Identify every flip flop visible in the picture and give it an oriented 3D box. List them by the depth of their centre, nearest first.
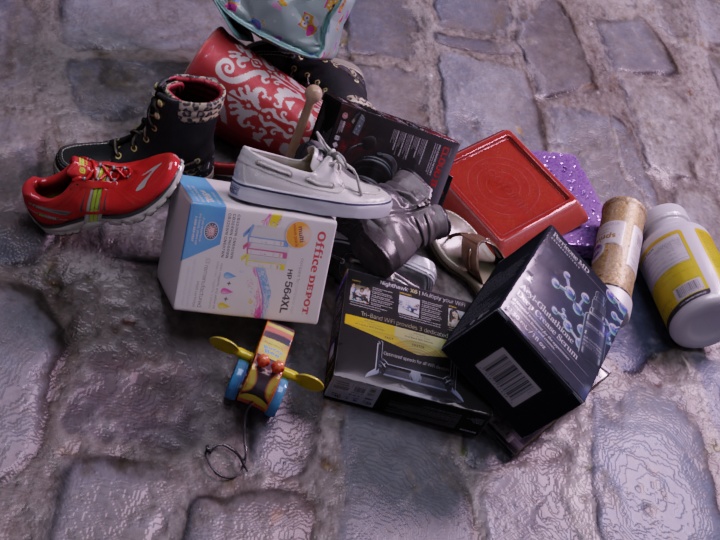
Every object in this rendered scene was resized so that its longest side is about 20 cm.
[{"bbox_3d":[0.165,-0.008,1.641,0.081,0.058,0.201,-21,65,-35],"label":"flip flop"}]

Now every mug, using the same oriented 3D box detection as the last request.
[{"bbox_3d":[-0.149,-0.201,1.656,0.199,0.179,0.133,31,5,-2],"label":"mug"}]

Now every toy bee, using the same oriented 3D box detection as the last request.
[{"bbox_3d":[-0.100,0.118,1.345,0.129,0.109,0.202,10,44,-21],"label":"toy bee"}]

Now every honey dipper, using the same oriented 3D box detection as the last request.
[{"bbox_3d":[-0.087,-0.153,1.554,0.038,0.201,0.038,13,43,-13],"label":"honey dipper"}]

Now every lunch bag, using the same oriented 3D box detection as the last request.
[{"bbox_3d":[-0.119,-0.365,1.668,0.198,0.123,0.170,21,10,0],"label":"lunch bag"}]

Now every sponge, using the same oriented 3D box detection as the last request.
[{"bbox_3d":[0.310,-0.101,1.840,0.110,0.030,0.201,1,48,-26],"label":"sponge"}]

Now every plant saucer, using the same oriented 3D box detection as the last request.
[{"bbox_3d":[0.204,-0.115,1.764,0.199,0.037,0.200,-26,63,-30],"label":"plant saucer"}]

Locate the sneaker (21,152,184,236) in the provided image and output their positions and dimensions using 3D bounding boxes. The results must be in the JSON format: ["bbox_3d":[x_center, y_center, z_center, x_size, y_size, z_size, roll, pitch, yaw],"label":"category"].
[{"bbox_3d":[-0.300,-0.098,1.406,0.198,0.085,0.078,-17,44,12],"label":"sneaker"}]

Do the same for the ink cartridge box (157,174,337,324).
[{"bbox_3d":[-0.122,-0.024,1.428,0.197,0.130,0.125,7,15,-20],"label":"ink cartridge box"}]

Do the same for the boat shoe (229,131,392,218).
[{"bbox_3d":[-0.049,-0.114,1.404,0.199,0.087,0.075,8,15,-22],"label":"boat shoe"}]

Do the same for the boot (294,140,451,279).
[{"bbox_3d":[0.015,-0.096,1.530,0.131,0.070,0.201,-37,93,-35],"label":"boot"}]

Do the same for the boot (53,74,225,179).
[{"bbox_3d":[-0.267,-0.170,1.497,0.201,0.155,0.074,0,50,-21],"label":"boot"}]

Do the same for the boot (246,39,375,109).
[{"bbox_3d":[-0.069,-0.258,1.748,0.201,0.074,0.154,9,32,-25],"label":"boot"}]

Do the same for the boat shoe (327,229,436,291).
[{"bbox_3d":[0.000,0.000,1.542,0.197,0.072,0.072,13,57,-4],"label":"boat shoe"}]

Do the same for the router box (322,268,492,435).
[{"bbox_3d":[0.062,0.098,1.470,0.198,0.052,0.159,16,51,-9],"label":"router box"}]

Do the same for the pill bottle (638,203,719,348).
[{"bbox_3d":[0.464,0.003,1.754,0.111,0.113,0.202,6,45,-22],"label":"pill bottle"}]

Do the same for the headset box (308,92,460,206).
[{"bbox_3d":[0.027,-0.128,1.604,0.198,0.150,0.077,16,12,-23],"label":"headset box"}]

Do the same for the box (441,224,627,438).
[{"bbox_3d":[0.211,0.070,1.459,0.149,0.107,0.200,46,40,-6],"label":"box"}]

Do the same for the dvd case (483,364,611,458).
[{"bbox_3d":[0.202,0.128,1.539,0.199,0.016,0.149,-33,67,-33],"label":"dvd case"}]

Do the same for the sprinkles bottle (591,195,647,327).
[{"bbox_3d":[0.358,-0.012,1.721,0.068,0.068,0.201,23,52,-4],"label":"sprinkles bottle"}]
